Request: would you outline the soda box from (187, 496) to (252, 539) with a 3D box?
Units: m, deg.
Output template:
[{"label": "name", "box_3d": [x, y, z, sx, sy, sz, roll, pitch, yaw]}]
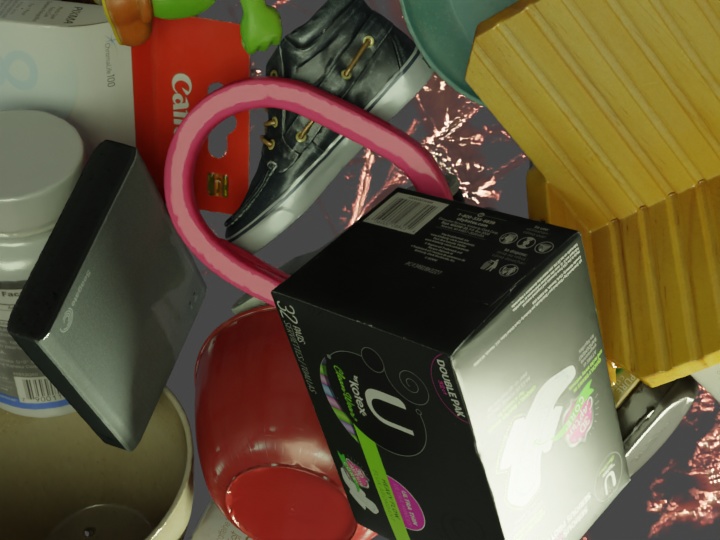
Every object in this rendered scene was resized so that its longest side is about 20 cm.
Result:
[{"label": "soda box", "box_3d": [-0.106, 0.230, 0.968, 0.068, 0.200, 0.064, 30, 109, -2]}]

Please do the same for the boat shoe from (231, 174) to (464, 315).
[{"label": "boat shoe", "box_3d": [0.000, 0.000, 0.948, 0.200, 0.076, 0.060, -29, 103, 27]}]

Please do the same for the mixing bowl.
[{"label": "mixing bowl", "box_3d": [-0.037, 0.132, 0.941, 0.200, 0.108, 0.200, 6, 132, 7]}]

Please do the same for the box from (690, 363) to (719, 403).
[{"label": "box", "box_3d": [0.304, 0.058, 0.887, 0.200, 0.152, 0.106, 43, 107, -8]}]

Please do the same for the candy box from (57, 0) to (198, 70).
[{"label": "candy box", "box_3d": [-0.184, -0.233, 0.909, 0.102, 0.026, 0.200, -15, 107, 10]}]

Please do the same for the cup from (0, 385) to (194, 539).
[{"label": "cup", "box_3d": [-0.212, 0.187, 0.988, 0.200, 0.201, 0.143, -1, 138, 7]}]

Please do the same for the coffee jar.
[{"label": "coffee jar", "box_3d": [0.132, 0.054, 0.912, 0.200, 0.085, 0.104, 41, 104, 13]}]

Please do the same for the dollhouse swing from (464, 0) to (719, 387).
[{"label": "dollhouse swing", "box_3d": [0.171, -0.063, 0.773, 0.200, 0.182, 0.176, -25, 137, 32]}]

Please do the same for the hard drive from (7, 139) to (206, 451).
[{"label": "hard drive", "box_3d": [-0.163, 0.023, 0.879, 0.033, 0.200, 0.140, 16, 67, 15]}]

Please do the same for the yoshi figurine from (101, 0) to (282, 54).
[{"label": "yoshi figurine", "box_3d": [-0.070, -0.210, 0.861, 0.200, 0.112, 0.113, -16, 120, 3]}]

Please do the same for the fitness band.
[{"label": "fitness band", "box_3d": [-0.035, -0.045, 0.875, 0.200, 0.037, 0.144, 26, 105, 0]}]

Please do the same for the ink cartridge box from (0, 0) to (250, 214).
[{"label": "ink cartridge box", "box_3d": [-0.180, -0.104, 0.921, 0.200, 0.047, 0.160, 8, 126, 5]}]

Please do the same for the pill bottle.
[{"label": "pill bottle", "box_3d": [-0.227, -0.003, 0.906, 0.114, 0.114, 0.200, 6, 133, 4]}]

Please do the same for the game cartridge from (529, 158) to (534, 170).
[{"label": "game cartridge", "box_3d": [0.189, -0.122, 0.886, 0.133, 0.040, 0.200, 17, 108, 9]}]

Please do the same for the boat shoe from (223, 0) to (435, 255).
[{"label": "boat shoe", "box_3d": [-0.046, -0.103, 0.919, 0.091, 0.071, 0.200, 42, 101, -10]}]

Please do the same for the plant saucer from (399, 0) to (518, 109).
[{"label": "plant saucer", "box_3d": [0.121, -0.201, 0.855, 0.200, 0.036, 0.200, 4, 101, 24]}]

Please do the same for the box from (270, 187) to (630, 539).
[{"label": "box", "box_3d": [0.060, 0.074, 0.802, 0.148, 0.124, 0.200, 18, 136, 42]}]
